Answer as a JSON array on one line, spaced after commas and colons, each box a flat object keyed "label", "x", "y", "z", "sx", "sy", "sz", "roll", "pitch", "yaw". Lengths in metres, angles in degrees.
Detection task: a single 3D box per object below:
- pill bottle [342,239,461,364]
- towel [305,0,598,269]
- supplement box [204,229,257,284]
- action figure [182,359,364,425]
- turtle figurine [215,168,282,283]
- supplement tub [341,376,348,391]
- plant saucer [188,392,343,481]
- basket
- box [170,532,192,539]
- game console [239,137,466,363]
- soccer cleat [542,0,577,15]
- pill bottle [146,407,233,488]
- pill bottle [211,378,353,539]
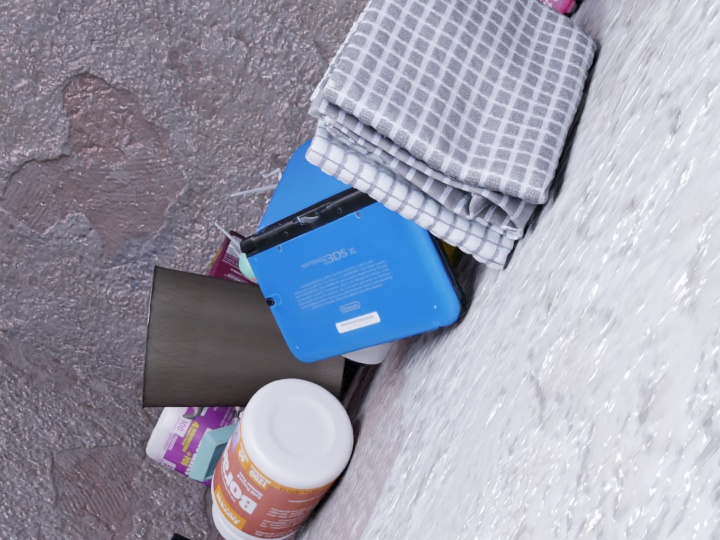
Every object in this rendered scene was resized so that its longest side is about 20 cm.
[{"label": "pill bottle", "x": 0.030, "y": -0.022, "z": 0.838, "sx": 0.201, "sy": 0.110, "sz": 0.111, "roll": -63, "pitch": 3, "yaw": 18}, {"label": "towel", "x": 0.066, "y": -0.126, "z": 0.638, "sx": 0.086, "sy": 0.165, "sz": 0.201, "roll": -49, "pitch": 14, "yaw": 53}, {"label": "supplement box", "x": -0.177, "y": 0.049, "z": 1.250, "sx": 0.111, "sy": 0.085, "sz": 0.201, "roll": -56, "pitch": 13, "yaw": 27}, {"label": "action figure", "x": -0.093, "y": 0.105, "z": 1.095, "sx": 0.105, "sy": 0.198, "sz": 0.195, "roll": -148, "pitch": 77, "yaw": -84}, {"label": "turtle figurine", "x": -0.060, "y": -0.017, "z": 0.927, "sx": 0.150, "sy": 0.199, "sz": 0.102, "roll": -39, "pitch": 58, "yaw": 40}, {"label": "supplement tub", "x": -0.074, "y": 0.104, "z": 1.242, "sx": 0.202, "sy": 0.139, "sz": 0.140, "roll": -63, "pitch": 3, "yaw": -4}, {"label": "plant saucer", "x": -0.099, "y": 0.189, "z": 1.064, "sx": 0.199, "sy": 0.019, "sz": 0.070, "roll": -9, "pitch": -48, "yaw": -43}, {"label": "basket", "x": -0.121, "y": 0.077, "z": 0.980, "sx": 0.181, "sy": 0.198, "sz": 0.137, "roll": 112, "pitch": 160, "yaw": -59}, {"label": "box", "x": -0.305, "y": 0.570, "z": 1.504, "sx": 0.200, "sy": 0.123, "sz": 0.198, "roll": -76, "pitch": 11, "yaw": -75}, {"label": "game console", "x": 0.007, "y": -0.038, "z": 0.768, "sx": 0.199, "sy": 0.172, "sz": 0.118, "roll": -19, "pitch": 8, "yaw": 46}, {"label": "soccer cleat", "x": 0.161, "y": -0.272, "z": 0.897, "sx": 0.070, "sy": 0.086, "sz": 0.200, "roll": -64, "pitch": 4, "yaw": -5}, {"label": "pill bottle", "x": -0.171, "y": 0.236, "z": 1.242, "sx": 0.113, "sy": 0.198, "sz": 0.112, "roll": -63, "pitch": 3, "yaw": 6}, {"label": "pill bottle", "x": -0.088, "y": 0.206, "z": 0.957, "sx": 0.201, "sy": 0.111, "sz": 0.113, "roll": -61, "pitch": 4, "yaw": 47}]
